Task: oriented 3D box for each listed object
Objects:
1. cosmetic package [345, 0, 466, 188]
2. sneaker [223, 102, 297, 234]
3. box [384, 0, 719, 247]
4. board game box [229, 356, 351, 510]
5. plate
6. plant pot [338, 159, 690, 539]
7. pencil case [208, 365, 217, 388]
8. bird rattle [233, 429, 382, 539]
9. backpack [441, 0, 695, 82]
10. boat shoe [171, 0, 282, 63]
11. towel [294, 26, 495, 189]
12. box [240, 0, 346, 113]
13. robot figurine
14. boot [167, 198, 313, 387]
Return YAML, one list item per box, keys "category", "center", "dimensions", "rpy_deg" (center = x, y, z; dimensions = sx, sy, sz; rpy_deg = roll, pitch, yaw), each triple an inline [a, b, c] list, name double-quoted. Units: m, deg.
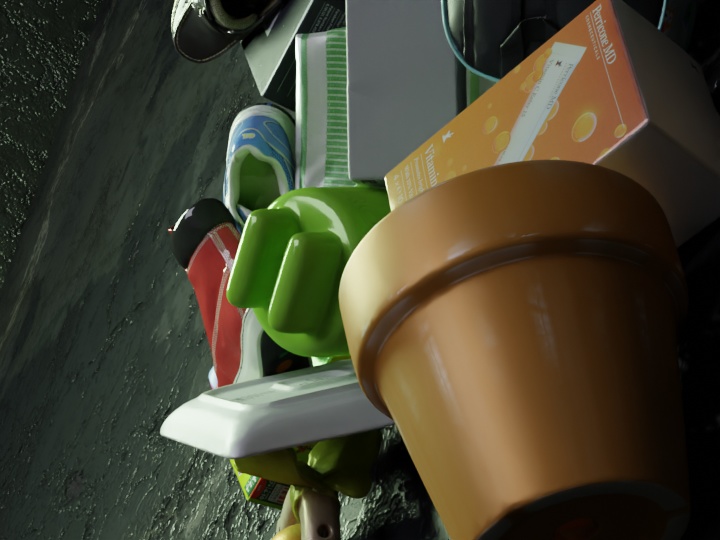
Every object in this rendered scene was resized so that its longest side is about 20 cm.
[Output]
- category: "cosmetic package"
  center: [0.034, -0.158, 1.333]
  dimensions: [0.107, 0.089, 0.202]
  rpy_deg: [-4, -90, -83]
- category: "sneaker"
  center: [-0.079, -0.028, 1.489]
  dimensions: [0.077, 0.075, 0.202]
  rpy_deg: [-66, -31, -69]
- category: "box"
  center: [0.122, -0.052, 1.160]
  dimensions: [0.200, 0.097, 0.125]
  rpy_deg: [-39, 38, 27]
- category: "board game box"
  center: [-0.043, 0.089, 1.559]
  dimensions: [0.201, 0.047, 0.102]
  rpy_deg: [-59, 33, 19]
- category: "plate"
  center: [-0.031, 0.093, 1.349]
  dimensions: [0.199, 0.198, 0.033]
  rpy_deg: [-178, 77, -69]
- category: "plant pot"
  center: [0.099, 0.072, 1.043]
  dimensions: [0.200, 0.199, 0.184]
  rpy_deg: [-49, 40, 40]
- category: "pencil case"
  center: [-0.057, 0.036, 1.638]
  dimensions: [0.201, 0.088, 0.088]
  rpy_deg: [-60, 20, 16]
- category: "bird rattle"
  center: [-0.030, 0.216, 1.379]
  dimensions: [0.163, 0.112, 0.201]
  rpy_deg: [109, 152, -58]
- category: "backpack"
  center: [0.144, -0.214, 1.245]
  dimensions: [0.153, 0.174, 0.202]
  rpy_deg: [8, -93, -70]
- category: "boat shoe"
  center: [-0.105, -0.227, 1.541]
  dimensions: [0.200, 0.072, 0.065]
  rpy_deg: [-37, 29, 46]
- category: "towel"
  center: [0.038, -0.113, 1.410]
  dimensions: [0.199, 0.023, 0.154]
  rpy_deg: [0, 90, 29]
- category: "box"
  center: [0.005, -0.181, 1.577]
  dimensions: [0.105, 0.181, 0.200]
  rpy_deg: [-61, 19, 16]
- category: "robot figurine"
  center: [0.000, 0.000, 1.310]
  dimensions: [0.175, 0.199, 0.117]
  rpy_deg: [26, 108, 37]
- category: "boot"
  center: [-0.103, 0.036, 1.473]
  dimensions: [0.144, 0.072, 0.201]
  rpy_deg: [48, 150, 27]
